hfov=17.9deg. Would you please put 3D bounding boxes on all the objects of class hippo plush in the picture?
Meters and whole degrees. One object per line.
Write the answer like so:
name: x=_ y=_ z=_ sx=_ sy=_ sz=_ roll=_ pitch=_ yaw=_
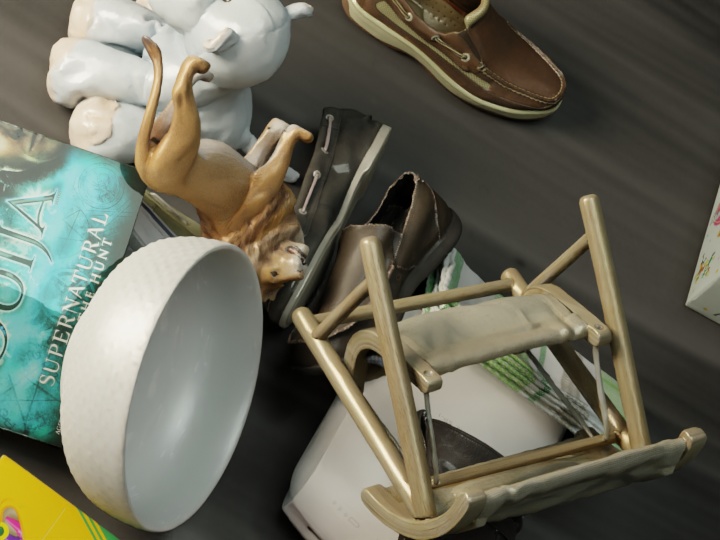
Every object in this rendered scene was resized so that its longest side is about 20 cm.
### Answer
hippo plush: x=-0.128 y=-0.150 z=1.655 sx=0.159 sy=0.161 sz=0.201 roll=-29 pitch=82 yaw=-33

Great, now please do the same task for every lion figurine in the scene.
lion figurine: x=-0.104 y=-0.067 z=1.586 sx=0.200 sy=0.072 sz=0.123 roll=33 pitch=86 yaw=-34

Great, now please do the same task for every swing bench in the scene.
swing bench: x=0.092 y=0.076 z=1.538 sx=0.198 sy=0.130 sz=0.201 roll=-10 pitch=69 yaw=-32

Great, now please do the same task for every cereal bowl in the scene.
cereal bowl: x=-0.145 y=0.070 z=1.545 sx=0.083 sy=0.201 sz=0.201 roll=14 pitch=55 yaw=20

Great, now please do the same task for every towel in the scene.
towel: x=0.134 y=0.061 z=1.714 sx=0.199 sy=0.031 sz=0.149 roll=36 pitch=18 yaw=-7

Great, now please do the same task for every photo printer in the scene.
photo printer: x=0.044 y=0.146 z=1.656 sx=0.166 sy=0.069 sz=0.201 roll=36 pitch=56 yaw=-7

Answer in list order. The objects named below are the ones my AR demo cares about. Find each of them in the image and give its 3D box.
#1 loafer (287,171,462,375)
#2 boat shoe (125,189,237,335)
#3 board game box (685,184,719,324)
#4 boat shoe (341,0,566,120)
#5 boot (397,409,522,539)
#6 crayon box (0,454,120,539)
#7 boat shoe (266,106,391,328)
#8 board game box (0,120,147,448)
loafer: x=0.000 y=0.000 z=1.676 sx=0.200 sy=0.073 sz=0.072 roll=-53 pitch=124 yaw=-40
boat shoe: x=-0.159 y=-0.023 z=1.647 sx=0.200 sy=0.072 sz=0.062 roll=42 pitch=36 yaw=-10
board game box: x=0.366 y=-0.030 z=1.901 sx=0.147 sy=0.064 sz=0.201 roll=28 pitch=56 yaw=-11
boat shoe: x=0.084 y=-0.189 z=1.828 sx=0.201 sy=0.075 sz=0.075 roll=26 pitch=58 yaw=-13
boot: x=0.092 y=0.208 z=1.572 sx=0.200 sy=0.069 sz=0.175 roll=43 pitch=45 yaw=-19
crayon box: x=-0.223 y=0.251 z=1.479 sx=0.172 sy=0.058 sz=0.200 roll=37 pitch=56 yaw=-3
boat shoe: x=-0.038 y=-0.042 z=1.711 sx=0.057 sy=0.067 sz=0.201 roll=24 pitch=56 yaw=5
board game box: x=-0.237 y=0.006 z=1.562 sx=0.134 sy=0.028 sz=0.201 roll=18 pitch=81 yaw=-12
